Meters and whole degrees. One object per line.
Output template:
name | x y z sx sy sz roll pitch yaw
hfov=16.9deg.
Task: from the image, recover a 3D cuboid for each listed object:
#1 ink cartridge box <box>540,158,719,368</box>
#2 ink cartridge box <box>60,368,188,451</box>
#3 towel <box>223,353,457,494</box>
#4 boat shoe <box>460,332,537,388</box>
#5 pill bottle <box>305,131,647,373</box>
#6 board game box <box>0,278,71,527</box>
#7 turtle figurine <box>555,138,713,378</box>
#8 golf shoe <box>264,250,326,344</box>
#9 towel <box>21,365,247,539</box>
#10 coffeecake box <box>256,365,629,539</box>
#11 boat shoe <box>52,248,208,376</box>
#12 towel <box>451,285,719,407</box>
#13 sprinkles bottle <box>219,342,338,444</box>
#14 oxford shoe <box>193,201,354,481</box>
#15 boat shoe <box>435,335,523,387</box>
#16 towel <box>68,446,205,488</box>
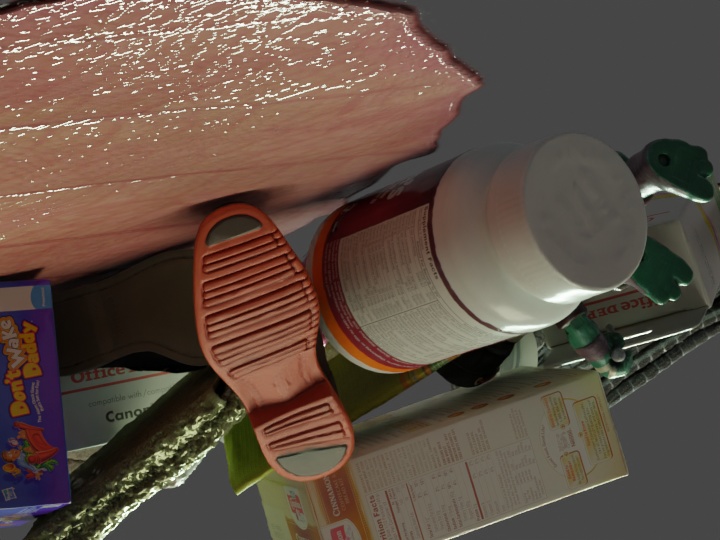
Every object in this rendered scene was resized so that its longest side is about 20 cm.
ink cartridge box | 0.178 -0.008 1.624 0.117 0.067 0.200 -16 -167 19
ink cartridge box | -0.171 0.076 1.669 0.116 0.068 0.200 -12 -173 -15
towel | -0.001 0.066 1.519 0.200 0.018 0.086 -33 -159 7
boat shoe | 0.069 0.038 1.726 0.069 0.200 0.072 18 116 -23
pill bottle | 0.065 -0.011 1.388 0.110 0.110 0.200 -10 173 -38
board game box | -0.224 0.088 1.507 0.045 0.135 0.200 -4 171 -17
turtle figurine | 0.137 -0.010 1.472 0.101 0.150 0.200 4 167 -21
golf shoe | 0.000 0.000 1.628 0.200 0.073 0.092 -22 -161 46
towel | -0.131 0.115 1.536 0.200 0.036 0.148 -40 -174 15
coffeecake box | 0.046 0.126 1.545 0.200 0.073 0.154 -18 -176 -14
boat shoe | -0.115 0.028 1.519 0.199 0.075 0.066 -17 176 31
towel | 0.172 0.038 1.808 0.200 0.086 0.166 -34 -165 -15
sprinkles bottle | -0.036 0.061 1.758 0.068 0.068 0.200 -19 -170 39
oxford shoe | -0.058 0.032 1.400 0.071 0.200 0.073 -16 -141 -2
boat shoe | 0.081 0.016 1.644 0.063 0.074 0.201 -49 -173 21
towel | -0.194 0.109 1.786 0.200 0.034 0.133 8 -149 21
